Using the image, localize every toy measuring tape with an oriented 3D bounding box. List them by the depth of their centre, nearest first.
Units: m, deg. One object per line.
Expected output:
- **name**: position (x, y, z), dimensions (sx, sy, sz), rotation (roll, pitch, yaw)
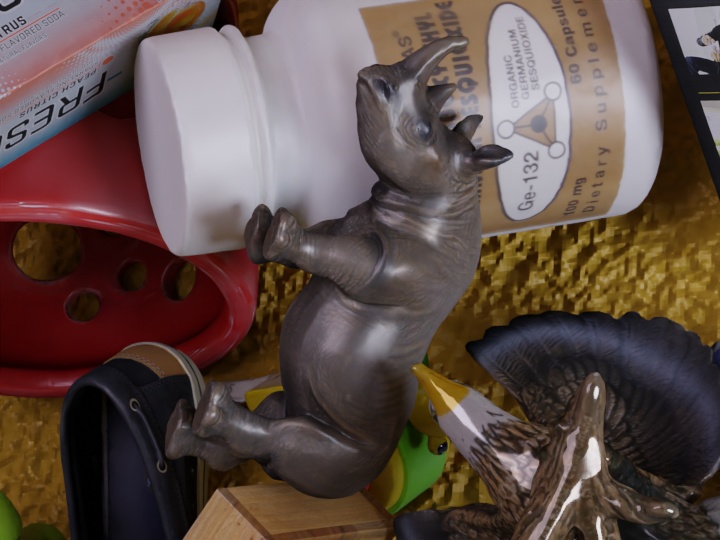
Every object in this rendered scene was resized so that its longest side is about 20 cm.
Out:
- **toy measuring tape**: position (-0.021, 0.075, 1.209), dimensions (0.200, 0.073, 0.074), rotation (-11, 66, 49)

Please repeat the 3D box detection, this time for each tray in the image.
- **tray**: position (-0.071, 0.174, 1.130), dimensions (0.037, 0.099, 0.200), rotation (42, 110, 25)

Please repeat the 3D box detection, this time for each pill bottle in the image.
- **pill bottle**: position (0.014, -0.065, 1.132), dimensions (0.199, 0.115, 0.115), rotation (-9, 60, -15)

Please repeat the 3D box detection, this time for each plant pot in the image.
- **plant pot**: position (-0.145, -0.061, 1.250), dimensions (0.200, 0.200, 0.183), rotation (-15, 63, 30)

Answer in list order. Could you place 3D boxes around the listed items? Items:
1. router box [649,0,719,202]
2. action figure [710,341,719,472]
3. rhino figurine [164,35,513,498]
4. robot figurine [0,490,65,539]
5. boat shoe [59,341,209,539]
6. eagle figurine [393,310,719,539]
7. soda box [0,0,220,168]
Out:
- **router box**: position (0.219, -0.074, 1.034), dimensions (0.199, 0.150, 0.051), rotation (-1, 36, 35)
- **action figure**: position (0.169, 0.101, 1.064), dimensions (0.194, 0.105, 0.200), rotation (-49, 23, 3)
- **rhino figurine**: position (0.000, 0.000, 1.061), dimensions (0.060, 0.087, 0.201), rotation (-117, 48, -67)
- **robot figurine**: position (-0.188, 0.173, 1.218), dimensions (0.115, 0.175, 0.201), rotation (-8, 105, 37)
- **boat shoe**: position (-0.098, 0.133, 1.210), dimensions (0.074, 0.062, 0.201), rotation (-1, 94, 34)
- **eagle figurine**: position (0.075, 0.085, 1.035), dimensions (0.151, 0.200, 0.152), rotation (-17, 84, 2)
- **soda box**: position (-0.149, -0.085, 1.111), dimensions (0.200, 0.068, 0.064), rotation (-33, 75, -27)
